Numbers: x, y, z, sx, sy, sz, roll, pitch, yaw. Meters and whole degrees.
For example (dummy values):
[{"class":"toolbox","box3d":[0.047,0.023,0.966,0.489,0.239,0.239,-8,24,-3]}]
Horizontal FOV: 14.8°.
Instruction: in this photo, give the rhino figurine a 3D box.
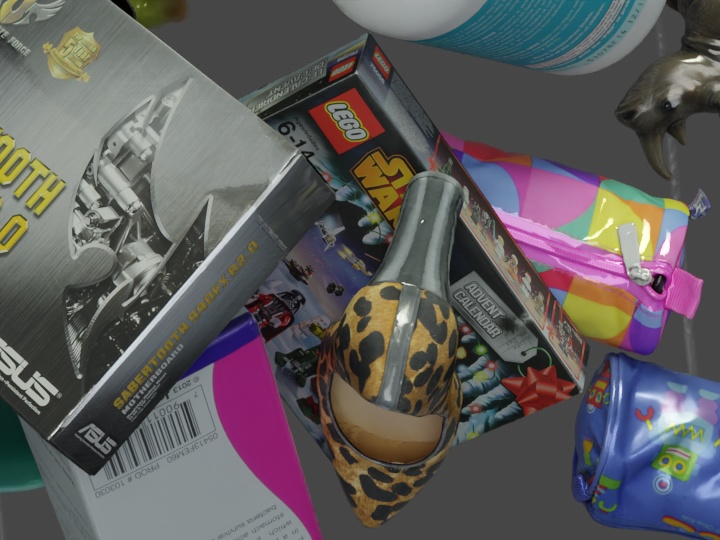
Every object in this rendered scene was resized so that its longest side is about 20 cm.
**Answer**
[{"class":"rhino figurine","box3d":[0.173,-0.143,1.373,0.087,0.060,0.202,12,91,1]}]

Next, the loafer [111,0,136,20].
[{"class":"loafer","box3d":[-0.136,-0.117,1.308,0.073,0.200,0.072,13,123,-40]}]

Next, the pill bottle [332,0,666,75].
[{"class":"pill bottle","box3d":[0.052,-0.156,1.283,0.110,0.199,0.112,-4,84,38]}]

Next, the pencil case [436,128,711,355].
[{"class":"pencil case","box3d":[0.068,-0.022,1.354,0.199,0.088,0.089,17,89,-1]}]

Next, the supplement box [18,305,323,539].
[{"class":"supplement box","box3d":[-0.087,0.096,1.275,0.101,0.103,0.201,-26,128,-15]}]

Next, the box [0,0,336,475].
[{"class":"box","box3d":[-0.132,-0.033,1.184,0.200,0.048,0.159,39,86,31]}]

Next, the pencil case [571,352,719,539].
[{"class":"pencil case","box3d":[0.200,0.107,1.362,0.199,0.078,0.087,17,75,-1]}]

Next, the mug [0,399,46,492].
[{"class":"mug","box3d":[-0.166,0.021,1.324,0.152,0.114,0.185,-40,131,-3]}]

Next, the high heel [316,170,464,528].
[{"class":"high heel","box3d":[0.007,0.072,1.244,0.071,0.143,0.201,12,127,3]}]

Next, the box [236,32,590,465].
[{"class":"box","box3d":[0.000,0.000,1.309,0.136,0.040,0.200,-25,116,25]}]
